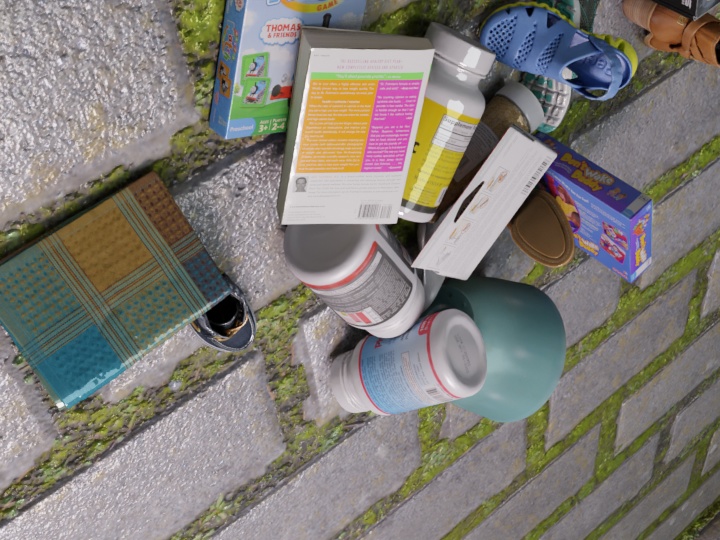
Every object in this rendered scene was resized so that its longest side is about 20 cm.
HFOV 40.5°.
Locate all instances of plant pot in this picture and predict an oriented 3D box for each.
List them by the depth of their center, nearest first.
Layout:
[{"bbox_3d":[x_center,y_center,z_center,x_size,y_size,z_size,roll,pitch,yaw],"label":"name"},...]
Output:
[{"bbox_3d":[0.160,0.099,1.363,0.159,0.201,0.203,18,108,-41],"label":"plant pot"}]

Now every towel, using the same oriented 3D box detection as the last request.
[{"bbox_3d":[-0.238,0.016,0.920,0.199,0.022,0.148,-36,98,-21],"label":"towel"}]

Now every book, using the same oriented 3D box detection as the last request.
[{"bbox_3d":[-0.007,-0.138,0.986,0.131,0.048,0.203,-1,126,-18],"label":"book"}]

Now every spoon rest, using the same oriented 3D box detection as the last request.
[{"bbox_3d":[0.092,-0.016,1.291,0.098,0.060,0.202,8,116,-50],"label":"spoon rest"}]

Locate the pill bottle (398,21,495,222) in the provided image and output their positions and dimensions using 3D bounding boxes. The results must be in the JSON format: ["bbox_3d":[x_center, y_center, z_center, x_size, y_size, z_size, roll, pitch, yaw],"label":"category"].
[{"bbox_3d":[0.073,-0.167,1.096,0.110,0.111,0.203,4,117,-48],"label":"pill bottle"}]

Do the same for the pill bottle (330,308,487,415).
[{"bbox_3d":[0.058,0.125,1.263,0.198,0.111,0.108,-20,163,38],"label":"pill bottle"}]

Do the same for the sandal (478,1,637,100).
[{"bbox_3d":[0.234,-0.254,1.145,0.088,0.196,0.081,-77,-178,-54],"label":"sandal"}]

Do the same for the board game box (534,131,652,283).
[{"bbox_3d":[0.310,-0.088,1.344,0.045,0.200,0.135,-38,143,-15],"label":"board game box"}]

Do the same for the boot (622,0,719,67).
[{"bbox_3d":[0.460,-0.321,1.329,0.199,0.155,0.077,16,109,-52],"label":"boot"}]

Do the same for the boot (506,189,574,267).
[{"bbox_3d":[0.243,-0.048,1.306,0.077,0.200,0.155,-48,136,4],"label":"boot"}]

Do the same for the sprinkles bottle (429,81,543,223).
[{"bbox_3d":[0.139,-0.149,1.220,0.200,0.068,0.069,-42,144,-11],"label":"sprinkles bottle"}]

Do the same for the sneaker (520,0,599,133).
[{"bbox_3d":[0.263,-0.271,1.245,0.090,0.077,0.203,-27,140,-35],"label":"sneaker"}]

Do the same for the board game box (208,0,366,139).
[{"bbox_3d":[-0.065,-0.234,0.950,0.149,0.036,0.203,-15,130,-39],"label":"board game box"}]

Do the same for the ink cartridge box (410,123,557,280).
[{"bbox_3d":[0.140,-0.085,1.180,0.201,0.043,0.173,-55,153,13],"label":"ink cartridge box"}]

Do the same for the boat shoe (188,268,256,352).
[{"bbox_3d":[-0.151,0.051,1.059,0.071,0.091,0.201,-43,144,-8],"label":"boat shoe"}]

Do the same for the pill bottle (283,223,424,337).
[{"bbox_3d":[0.000,0.000,1.157,0.116,0.116,0.200,-48,144,-3],"label":"pill bottle"}]

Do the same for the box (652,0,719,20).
[{"bbox_3d":[0.365,-0.425,1.141,0.086,0.163,0.202,-34,142,-21],"label":"box"}]
